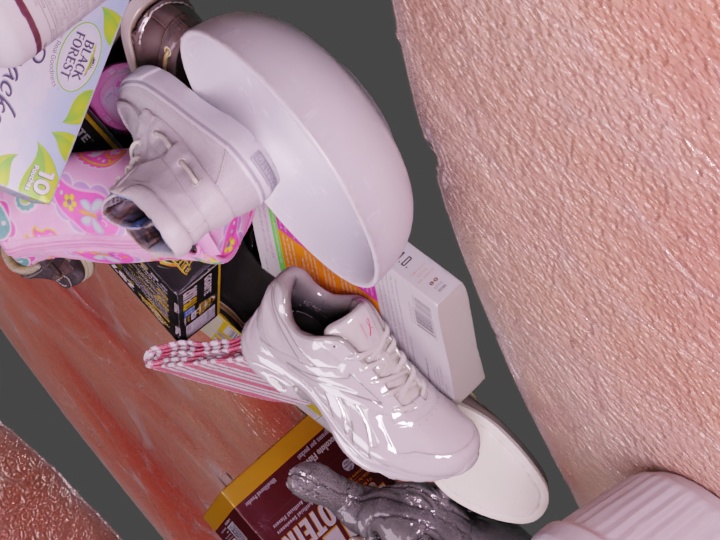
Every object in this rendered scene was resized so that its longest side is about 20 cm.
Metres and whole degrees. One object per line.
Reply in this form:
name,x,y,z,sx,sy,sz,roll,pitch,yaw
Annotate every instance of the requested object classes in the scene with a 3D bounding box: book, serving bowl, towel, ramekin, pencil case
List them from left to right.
pencil case,-0.175,-0.044,1.473,0.199,0.088,0.088,1,137,29
towel,-0.066,0.079,1.647,0.146,0.030,0.200,19,165,-34
serving bowl,-0.029,-0.088,1.291,0.200,0.066,0.200,48,166,16
book,0.000,0.000,1.461,0.200,0.048,0.134,38,160,29
ramekin,0.210,0.219,1.306,0.202,0.094,0.203,45,163,18

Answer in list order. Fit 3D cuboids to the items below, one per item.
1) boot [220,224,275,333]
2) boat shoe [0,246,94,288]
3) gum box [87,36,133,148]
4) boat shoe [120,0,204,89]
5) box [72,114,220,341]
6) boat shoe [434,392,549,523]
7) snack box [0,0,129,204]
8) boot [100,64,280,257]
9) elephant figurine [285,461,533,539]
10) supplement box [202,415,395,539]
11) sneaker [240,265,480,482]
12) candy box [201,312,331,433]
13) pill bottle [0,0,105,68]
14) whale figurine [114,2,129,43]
boot,-0.114,-0.024,1.683,0.200,0.078,0.139,32,154,17
boat shoe,-0.268,-0.027,1.661,0.073,0.065,0.200,43,166,17
gum box,-0.197,-0.131,1.644,0.200,0.066,0.114,50,165,1
boat shoe,-0.118,-0.115,1.470,0.059,0.072,0.201,40,156,39
box,-0.193,-0.045,1.618,0.200,0.049,0.160,47,168,9
boat shoe,0.061,0.113,1.522,0.201,0.072,0.060,35,-155,6
snack box,-0.244,-0.163,1.385,0.142,0.201,0.053,23,173,-22
boot,-0.139,-0.072,1.346,0.200,0.095,0.074,31,155,56
elephant figurine,0.061,0.217,1.607,0.200,0.155,0.142,54,-172,-47
supplement box,-0.032,0.260,1.969,0.200,0.133,0.197,48,164,4
sneaker,0.002,0.072,1.434,0.200,0.078,0.100,33,141,12
candy box,-0.055,0.095,1.787,0.200,0.026,0.102,38,167,-2
pill bottle,-0.219,-0.201,1.306,0.110,0.200,0.110,44,163,17
whale figurine,-0.245,-0.221,1.487,0.159,0.104,0.200,26,146,14
